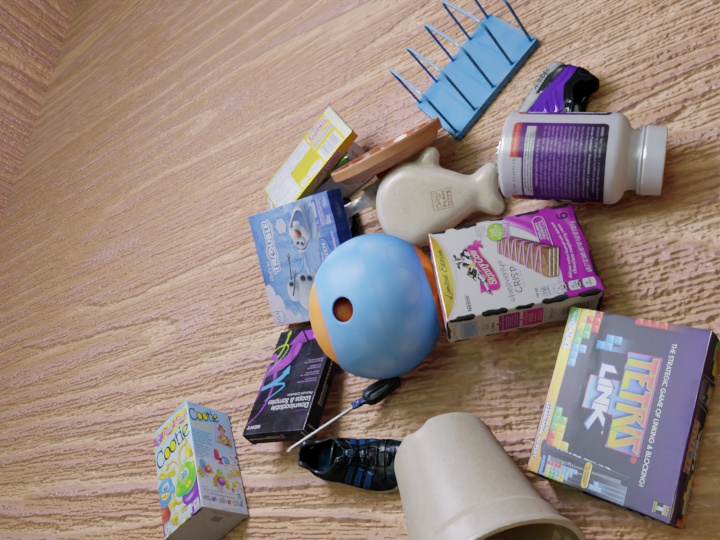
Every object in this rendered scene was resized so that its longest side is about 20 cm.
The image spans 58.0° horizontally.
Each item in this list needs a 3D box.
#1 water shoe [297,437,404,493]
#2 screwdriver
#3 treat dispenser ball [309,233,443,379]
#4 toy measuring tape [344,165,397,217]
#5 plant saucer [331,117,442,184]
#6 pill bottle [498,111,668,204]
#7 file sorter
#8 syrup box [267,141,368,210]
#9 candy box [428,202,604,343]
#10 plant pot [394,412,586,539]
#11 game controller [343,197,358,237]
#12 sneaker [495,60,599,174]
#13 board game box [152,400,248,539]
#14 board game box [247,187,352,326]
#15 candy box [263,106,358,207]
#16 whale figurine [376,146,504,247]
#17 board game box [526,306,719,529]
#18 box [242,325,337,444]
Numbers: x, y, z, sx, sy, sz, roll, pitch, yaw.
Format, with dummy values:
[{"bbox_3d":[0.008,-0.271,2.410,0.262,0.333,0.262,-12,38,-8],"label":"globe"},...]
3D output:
[{"bbox_3d":[-0.008,0.275,0.927,0.196,0.078,0.073,-16,58,36],"label":"water shoe"},{"bbox_3d":[-0.027,0.209,0.961,0.196,0.030,0.028,-28,22,-8],"label":"screwdriver"},{"bbox_3d":[0.023,0.051,0.929,0.197,0.199,0.206,-21,55,33],"label":"treat dispenser ball"},{"bbox_3d":[0.025,-0.129,1.110,0.197,0.074,0.075,-28,51,15],"label":"toy measuring tape"},{"bbox_3d":[0.044,-0.189,1.055,0.196,0.033,0.201,-27,10,5],"label":"plant saucer"},{"bbox_3d":[0.284,-0.145,0.835,0.195,0.111,0.114,7,71,24],"label":"pill bottle"},{"bbox_3d":[0.163,-0.354,1.075,0.201,0.122,0.139,-50,43,11],"label":"file sorter"},{"bbox_3d":[-0.080,-0.163,1.229,0.198,0.078,0.083,-37,48,22],"label":"syrup box"},{"bbox_3d":[0.194,0.002,0.839,0.194,0.061,0.139,-13,56,6],"label":"candy box"},{"bbox_3d":[0.124,0.274,0.742,0.201,0.199,0.185,-45,34,14],"label":"plant pot"},{"bbox_3d":[-0.085,-0.051,1.200,0.198,0.042,0.106,-36,48,22],"label":"game controller"},{"bbox_3d":[0.273,-0.205,0.930,0.099,0.069,0.203,29,90,44],"label":"sneaker"},{"bbox_3d":[-0.280,0.349,1.122,0.103,0.104,0.202,-41,46,18],"label":"board game box"},{"bbox_3d":[-0.093,-0.017,1.115,0.195,0.043,0.206,-12,94,39],"label":"board game box"},{"bbox_3d":[-0.093,-0.193,1.180,0.201,0.026,0.103,-49,43,12],"label":"candy box"},{"bbox_3d":[0.123,-0.110,1.009,0.194,0.104,0.164,-11,93,16],"label":"whale figurine"},{"bbox_3d":[0.293,0.155,0.728,0.163,0.056,0.205,7,73,46],"label":"board game box"},{"bbox_3d":[-0.105,0.182,1.063,0.140,0.036,0.204,-16,44,36],"label":"box"}]
